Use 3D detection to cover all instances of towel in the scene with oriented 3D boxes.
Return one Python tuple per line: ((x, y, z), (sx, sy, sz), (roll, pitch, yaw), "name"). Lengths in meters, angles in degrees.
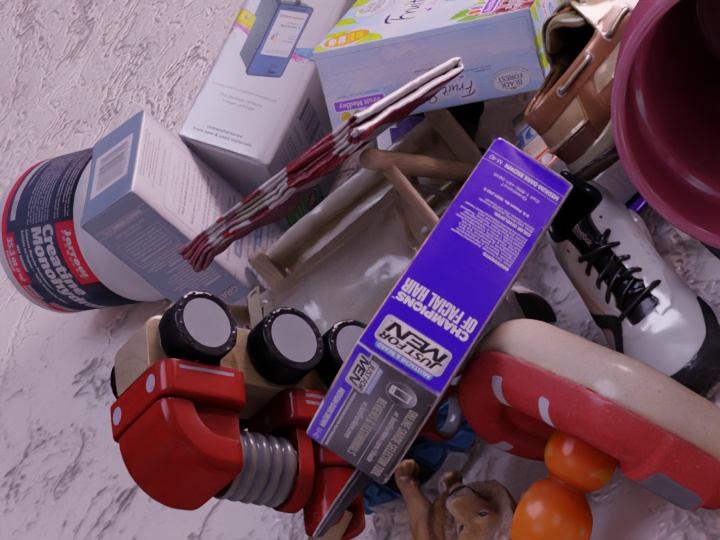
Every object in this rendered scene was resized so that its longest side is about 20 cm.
((-0.025, -0.073, 1.606), (0.200, 0.023, 0.144), (-35, 0, 40), "towel")

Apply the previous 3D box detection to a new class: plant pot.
((0.261, -0.136, 1.434), (0.199, 0.200, 0.179), (-33, 17, 27), "plant pot")

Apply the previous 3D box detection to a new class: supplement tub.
((-0.214, -0.040, 2.010), (0.199, 0.140, 0.141), (-9, 49, 50), "supplement tub")

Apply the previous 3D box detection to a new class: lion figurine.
((0.032, 0.200, 1.487), (0.201, 0.072, 0.123), (-54, 34, 22), "lion figurine")

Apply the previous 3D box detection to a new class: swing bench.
((0.000, 0.000, 1.664), (0.199, 0.130, 0.200), (-39, 0, 21), "swing bench")

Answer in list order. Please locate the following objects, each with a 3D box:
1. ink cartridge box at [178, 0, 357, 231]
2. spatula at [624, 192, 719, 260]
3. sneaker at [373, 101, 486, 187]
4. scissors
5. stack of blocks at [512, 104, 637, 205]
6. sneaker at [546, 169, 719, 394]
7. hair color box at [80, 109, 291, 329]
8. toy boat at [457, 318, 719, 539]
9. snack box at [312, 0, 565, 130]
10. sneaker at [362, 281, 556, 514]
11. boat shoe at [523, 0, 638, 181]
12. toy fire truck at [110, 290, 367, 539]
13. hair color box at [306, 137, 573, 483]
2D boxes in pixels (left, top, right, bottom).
((-0.056, -0.146, 1.882), (0.087, 0.146, 0.201), (19, 70, 20), "ink cartridge box")
((0.219, -0.035, 1.527), (0.057, 0.021, 0.200), (-49, 30, 4), "spatula")
((0.057, -0.129, 1.828), (0.087, 0.076, 0.201), (-25, 39, 12), "sneaker")
((0.019, 0.099, 1.455), (0.014, 0.074, 0.200), (12, 24, 29), "scissors")
((0.203, -0.131, 1.602), (0.200, 0.059, 0.115), (-43, 21, 13), "stack of blocks")
((0.166, 0.010, 1.477), (0.074, 0.080, 0.200), (-43, 40, 8), "sneaker")
((-0.124, -0.022, 1.803), (0.060, 0.200, 0.099), (-32, 34, 28), "hair color box")
((0.129, 0.114, 1.380), (0.131, 0.130, 0.200), (-62, 30, -3), "toy boat")
((0.071, -0.177, 1.722), (0.167, 0.068, 0.200), (-10, 18, 19), "snack box")
((0.057, 0.085, 1.583), (0.200, 0.075, 0.087), (-45, 12, 9), "sneaker")
((0.159, -0.150, 1.519), (0.076, 0.074, 0.201), (-43, 18, 46), "boat shoe")
((-0.072, 0.139, 1.475), (0.129, 0.175, 0.201), (-41, 47, 45), "toy fire truck")
((0.050, 0.023, 1.432), (0.200, 0.065, 0.110), (-57, -3, -39), "hair color box")
